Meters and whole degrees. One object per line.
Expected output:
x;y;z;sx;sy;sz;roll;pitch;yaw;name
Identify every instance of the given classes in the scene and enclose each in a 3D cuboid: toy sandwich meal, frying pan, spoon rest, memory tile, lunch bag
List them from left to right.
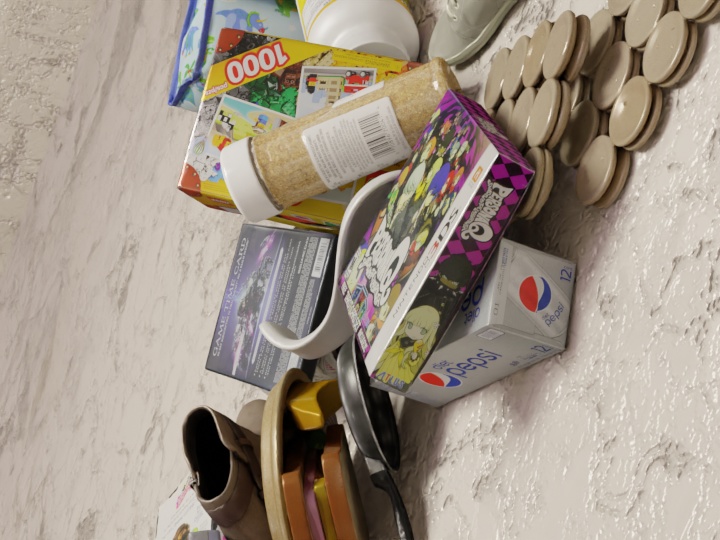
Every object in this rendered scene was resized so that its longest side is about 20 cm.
-0.088;-0.251;1.844;0.127;0.170;0.200;146;137;-63;lunch bag
-0.025;0.168;1.441;0.205;0.070;0.206;-8;-90;-79;toy sandwich meal
0.000;0.000;1.454;0.200;0.099;0.061;-49;41;21;spoon rest
0.016;0.139;1.415;0.115;0.031;0.190;24;-129;-78;frying pan
0.117;-0.105;1.339;0.200;0.017;0.154;165;118;-77;memory tile
0.189;-0.153;1.248;0.153;0.017;0.200;-104;36;-56;memory tile

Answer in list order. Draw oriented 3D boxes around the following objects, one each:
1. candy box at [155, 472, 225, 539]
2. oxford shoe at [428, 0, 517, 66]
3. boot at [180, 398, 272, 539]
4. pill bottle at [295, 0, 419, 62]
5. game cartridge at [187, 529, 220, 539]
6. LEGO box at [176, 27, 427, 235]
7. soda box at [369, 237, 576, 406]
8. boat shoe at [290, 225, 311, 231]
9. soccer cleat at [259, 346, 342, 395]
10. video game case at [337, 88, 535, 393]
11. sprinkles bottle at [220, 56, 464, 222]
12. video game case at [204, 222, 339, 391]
-0.137;0.282;1.690;0.168;0.071;0.200;131;149;-49;candy box
0.098;-0.237;1.504;0.200;0.058;0.075;136;143;-57;oxford shoe
-0.099;0.154;1.505;0.070;0.146;0.200;-33;45;9;boot
-0.002;-0.228;1.695;0.200;0.104;0.104;-103;35;-54;pill bottle
-0.117;0.309;1.441;0.130;0.038;0.200;133;134;-76;game cartridge
-0.037;-0.113;1.555;0.077;0.200;0.149;33;-110;-69;LEGO box
0.078;0.041;1.320;0.200;0.063;0.068;148;136;-61;soda box
-0.033;-0.022;1.676;0.202;0.075;0.075;-27;36;55;boat shoe
-0.042;0.070;1.612;0.200;0.070;0.086;122;145;-43;soccer cleat
0.050;-0.027;1.317;0.181;0.036;0.200;-60;15;13;video game case
-0.012;-0.105;1.468;0.200;0.068;0.068;-22;39;12;sprinkles bottle
-0.077;0.032;1.606;0.200;0.019;0.143;9;84;64;video game case
